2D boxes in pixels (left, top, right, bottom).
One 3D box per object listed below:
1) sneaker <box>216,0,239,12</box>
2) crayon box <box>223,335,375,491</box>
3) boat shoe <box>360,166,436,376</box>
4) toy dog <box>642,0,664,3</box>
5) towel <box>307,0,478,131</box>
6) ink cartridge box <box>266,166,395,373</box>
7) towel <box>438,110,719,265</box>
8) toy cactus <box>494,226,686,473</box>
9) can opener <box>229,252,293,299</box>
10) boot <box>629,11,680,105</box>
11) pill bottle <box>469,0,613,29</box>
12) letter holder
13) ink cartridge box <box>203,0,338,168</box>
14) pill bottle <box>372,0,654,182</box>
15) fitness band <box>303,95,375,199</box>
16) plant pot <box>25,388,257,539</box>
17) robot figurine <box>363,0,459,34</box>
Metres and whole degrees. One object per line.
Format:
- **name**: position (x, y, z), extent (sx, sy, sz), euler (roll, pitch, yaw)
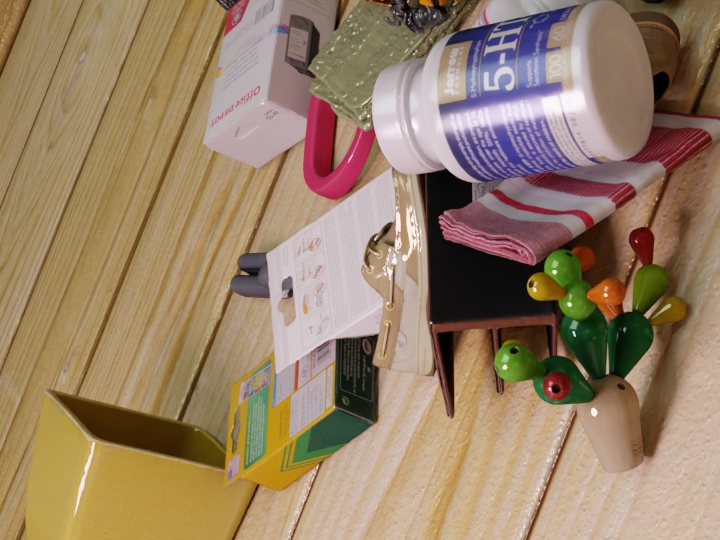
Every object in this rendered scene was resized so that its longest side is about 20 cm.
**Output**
- **sneaker**: position (-0.130, -0.386, 2.133), extent (0.199, 0.078, 0.090), euler (-8, 45, 56)
- **crayon box**: position (-0.060, 0.131, 1.623), extent (0.200, 0.051, 0.127), euler (-39, 38, 42)
- **boat shoe**: position (0.033, 0.001, 1.431), extent (0.074, 0.066, 0.202), euler (-73, -19, -68)
- **toy dog**: position (0.216, -0.295, 1.308), extent (0.139, 0.200, 0.195), euler (30, 84, 26)
- **towel**: position (0.033, -0.243, 1.696), extent (0.201, 0.036, 0.148), euler (-53, 39, 5)
- **ink cartridge box**: position (0.000, 0.000, 1.571), extent (0.199, 0.050, 0.162), euler (-36, 40, 27)
- **towel**: position (0.170, -0.072, 1.265), extent (0.199, 0.023, 0.144), euler (-33, 22, -18)
- **toy cactus**: position (0.176, 0.061, 1.177), extent (0.102, 0.200, 0.167), euler (-10, 102, 35)
- **can opener**: position (-0.098, -0.001, 1.772), extent (0.199, 0.066, 0.054), euler (0, 69, 61)
- **boot**: position (0.162, -0.148, 1.336), extent (0.198, 0.074, 0.076), euler (-16, 41, 26)
- **pill bottle**: position (0.133, -0.172, 1.438), extent (0.200, 0.108, 0.109), euler (-50, 32, 29)
- **letter holder**: position (0.110, 0.007, 1.364), extent (0.143, 0.099, 0.201), euler (79, -171, -49)
- **ink cartridge box**: position (-0.104, -0.242, 1.942), extent (0.147, 0.085, 0.202), euler (-28, 48, 50)
- **pill bottle**: position (0.114, -0.132, 1.269), extent (0.198, 0.120, 0.121), euler (-8, 61, 34)
- **fitness band**: position (-0.011, -0.172, 1.780), extent (0.143, 0.037, 0.202), euler (-38, 39, 48)
- **plant pot**: position (-0.252, 0.263, 1.732), extent (0.195, 0.193, 0.202), euler (26, 98, 62)
- **robot figurine**: position (0.037, -0.320, 1.635), extent (0.199, 0.058, 0.146), euler (28, 127, 46)
